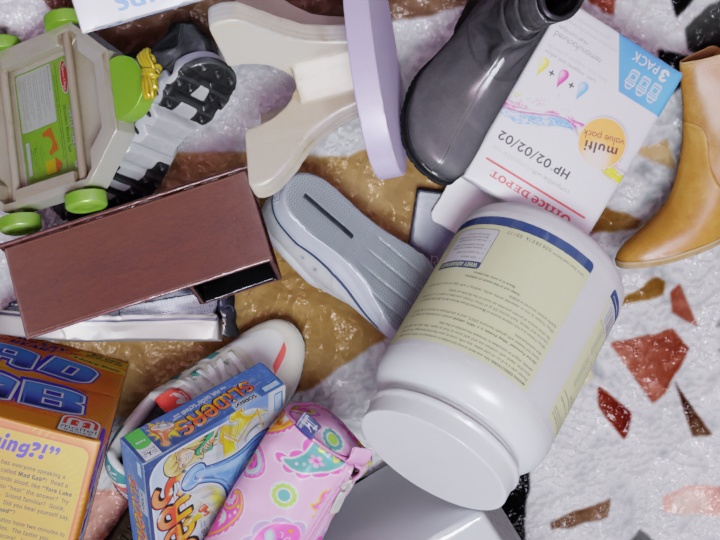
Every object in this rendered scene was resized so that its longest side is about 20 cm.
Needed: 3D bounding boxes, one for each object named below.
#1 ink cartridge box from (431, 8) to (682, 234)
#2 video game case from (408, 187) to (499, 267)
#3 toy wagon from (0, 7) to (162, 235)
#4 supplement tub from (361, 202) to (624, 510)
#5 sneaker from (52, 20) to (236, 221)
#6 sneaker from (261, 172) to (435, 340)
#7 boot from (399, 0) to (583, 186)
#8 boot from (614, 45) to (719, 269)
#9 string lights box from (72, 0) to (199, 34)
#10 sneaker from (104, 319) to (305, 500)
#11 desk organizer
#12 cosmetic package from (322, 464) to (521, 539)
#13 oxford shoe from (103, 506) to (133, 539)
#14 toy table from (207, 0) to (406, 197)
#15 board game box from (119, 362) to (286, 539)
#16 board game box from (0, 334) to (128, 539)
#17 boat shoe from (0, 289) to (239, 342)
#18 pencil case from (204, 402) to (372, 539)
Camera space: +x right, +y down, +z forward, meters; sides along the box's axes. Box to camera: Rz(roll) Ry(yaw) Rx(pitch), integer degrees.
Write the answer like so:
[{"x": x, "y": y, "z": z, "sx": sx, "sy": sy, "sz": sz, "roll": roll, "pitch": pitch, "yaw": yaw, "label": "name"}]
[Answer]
[{"x": 0.154, "y": -0.099, "z": 1.132, "sx": 0.114, "sy": 0.068, "sz": 0.201, "roll": 29, "pitch": 94, "yaw": -7, "label": "ink cartridge box"}, {"x": 0.102, "y": 0.038, "z": 1.199, "sx": 0.141, "sy": 0.019, "sz": 0.202, "roll": 7, "pitch": 103, "yaw": -5, "label": "video game case"}, {"x": -0.224, "y": -0.118, "z": 1.078, "sx": 0.198, "sy": 0.039, "sz": 0.157, "roll": -15, "pitch": 78, "yaw": 28, "label": "toy wagon"}, {"x": 0.100, "y": 0.065, "z": 1.080, "sx": 0.145, "sy": 0.145, "sz": 0.201, "roll": 38, "pitch": 63, "yaw": -11, "label": "supplement tub"}, {"x": -0.177, "y": -0.120, "z": 1.122, "sx": 0.066, "sy": 0.091, "sz": 0.200, "roll": 24, "pitch": 123, "yaw": -41, "label": "sneaker"}, {"x": 0.000, "y": 0.000, "z": 1.158, "sx": 0.200, "sy": 0.071, "sz": 0.073, "roll": 46, "pitch": 61, "yaw": -10, "label": "sneaker"}, {"x": 0.105, "y": -0.166, "z": 1.049, "sx": 0.069, "sy": 0.131, "sz": 0.201, "roll": 31, "pitch": 62, "yaw": -18, "label": "boot"}, {"x": 0.276, "y": -0.100, "z": 1.148, "sx": 0.200, "sy": 0.071, "sz": 0.145, "roll": -26, "pitch": 108, "yaw": -8, "label": "boot"}, {"x": -0.150, "y": -0.219, "z": 1.029, "sx": 0.102, "sy": 0.200, "sz": 0.060, "roll": -15, "pitch": 104, "yaw": 0, "label": "string lights box"}, {"x": -0.124, "y": 0.109, "z": 1.139, "sx": 0.199, "sy": 0.093, "sz": 0.070, "roll": -39, "pitch": 75, "yaw": -9, "label": "sneaker"}, {"x": -0.166, "y": -0.007, "z": 1.086, "sx": 0.198, "sy": 0.072, "sz": 0.078, "roll": -18, "pitch": 76, "yaw": -1, "label": "desk organizer"}, {"x": 0.066, "y": 0.278, "z": 1.171, "sx": 0.165, "sy": 0.168, "sz": 0.201, "roll": -30, "pitch": 106, "yaw": 5, "label": "cosmetic package"}, {"x": -0.174, "y": 0.223, "z": 1.192, "sx": 0.072, "sy": 0.084, "sz": 0.201, "roll": 33, "pitch": 96, "yaw": -6, "label": "oxford shoe"}, {"x": -0.034, "y": -0.151, "z": 1.077, "sx": 0.116, "sy": 0.201, "sz": 0.185, "roll": -11, "pitch": 138, "yaw": 9, "label": "toy table"}, {"x": -0.121, "y": 0.184, "z": 1.135, "sx": 0.135, "sy": 0.034, "sz": 0.201, "roll": -28, "pitch": 137, "yaw": -30, "label": "board game box"}, {"x": -0.310, "y": 0.167, "z": 1.110, "sx": 0.198, "sy": 0.200, "sz": 0.202, "roll": 15, "pitch": 102, "yaw": -6, "label": "board game box"}, {"x": -0.198, "y": 0.011, "z": 1.156, "sx": 0.198, "sy": 0.075, "sz": 0.094, "roll": 0, "pitch": 86, "yaw": -2, "label": "boat shoe"}, {"x": -0.068, "y": 0.200, "z": 1.105, "sx": 0.087, "sy": 0.087, "sz": 0.201, "roll": 30, "pitch": 100, "yaw": -10, "label": "pencil case"}]
